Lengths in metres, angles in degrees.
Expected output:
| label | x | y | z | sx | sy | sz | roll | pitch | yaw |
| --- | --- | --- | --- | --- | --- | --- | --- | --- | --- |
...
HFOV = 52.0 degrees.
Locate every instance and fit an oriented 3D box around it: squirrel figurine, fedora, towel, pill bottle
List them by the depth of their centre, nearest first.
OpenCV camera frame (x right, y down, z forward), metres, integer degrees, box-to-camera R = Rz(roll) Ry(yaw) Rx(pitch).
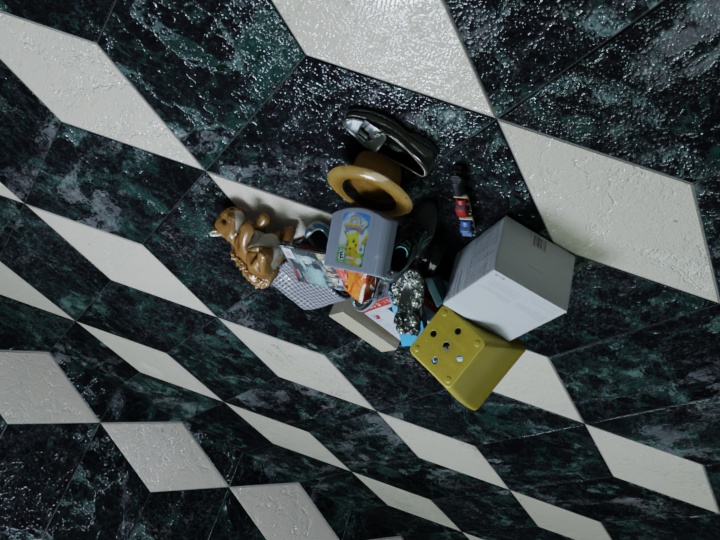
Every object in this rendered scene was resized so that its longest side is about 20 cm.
| label | x | y | z | sx | sy | sz | roll | pitch | yaw |
| --- | --- | --- | --- | --- | --- | --- | --- | --- | --- |
| fedora | 0.029 | -0.184 | 1.498 | 0.198 | 0.083 | 0.201 | 20 | 165 | 6 |
| pill bottle | 0.082 | -0.064 | 1.638 | 0.197 | 0.113 | 0.112 | 23 | 148 | -4 |
| squirrel figurine | -0.279 | -0.058 | 1.816 | 0.185 | 0.142 | 0.201 | 30 | 139 | 12 |
| towel | -0.138 | 0.018 | 1.913 | 0.164 | 0.086 | 0.200 | -16 | 133 | 43 |

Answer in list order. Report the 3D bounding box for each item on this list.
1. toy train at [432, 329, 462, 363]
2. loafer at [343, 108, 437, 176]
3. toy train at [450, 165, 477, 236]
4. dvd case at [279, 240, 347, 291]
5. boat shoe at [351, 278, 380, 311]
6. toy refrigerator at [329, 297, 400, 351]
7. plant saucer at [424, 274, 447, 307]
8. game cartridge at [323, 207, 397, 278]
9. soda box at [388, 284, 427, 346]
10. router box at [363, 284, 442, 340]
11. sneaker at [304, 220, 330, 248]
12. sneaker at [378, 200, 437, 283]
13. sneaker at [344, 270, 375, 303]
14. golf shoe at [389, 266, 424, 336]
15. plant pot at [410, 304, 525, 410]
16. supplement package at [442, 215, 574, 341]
| label | x | y | z | sx | sy | sz | roll | pitch | yaw |
| --- | --- | --- | --- | --- | --- | --- | --- | --- | --- |
| toy train | 0.263 | 0.184 | 1.901 | 0.197 | 0.088 | 0.114 | -15 | -179 | 14 |
| loafer | 0.055 | -0.247 | 1.425 | 0.197 | 0.064 | 0.072 | 24 | 148 | -5 |
| toy train | 0.213 | -0.134 | 1.521 | 0.034 | 0.046 | 0.201 | 5 | 145 | 22 |
| dvd case | -0.083 | -0.006 | 1.748 | 0.197 | 0.022 | 0.147 | 9 | 147 | 25 |
| boat shoe | 0.012 | 0.045 | 1.845 | 0.074 | 0.068 | 0.200 | 44 | 140 | 10 |
| toy refrigerator | 0.018 | 0.141 | 2.028 | 0.199 | 0.071 | 0.076 | 36 | 152 | -22 |
| plant saucer | 0.180 | 0.043 | 1.703 | 0.019 | 0.071 | 0.200 | -25 | 176 | 13 |
| game cartridge | -0.004 | -0.063 | 1.531 | 0.040 | 0.136 | 0.199 | 14 | 178 | -38 |
| soda box | 0.118 | 0.096 | 1.804 | 0.067 | 0.065 | 0.202 | -4 | 133 | 13 |
| router box | 0.122 | 0.104 | 1.928 | 0.179 | 0.049 | 0.199 | 37 | 144 | -25 |
| sneaker | -0.053 | -0.035 | 1.751 | 0.199 | 0.073 | 0.072 | 41 | 126 | -1 |
| sneaker | 0.108 | -0.061 | 1.545 | 0.075 | 0.202 | 0.079 | 31 | 169 | -2 |
| sneaker | 0.000 | 0.000 | 1.613 | 0.077 | 0.073 | 0.201 | 37 | 144 | 13 |
| golf shoe | 0.110 | 0.055 | 1.660 | 0.076 | 0.089 | 0.202 | 12 | 135 | 11 |
| plant pot | 0.230 | 0.182 | 1.711 | 0.200 | 0.201 | 0.176 | 43 | -170 | 27 |
| supplement package | 0.320 | 0.022 | 1.599 | 0.189 | 0.149 | 0.200 | 29 | 147 | -14 |
